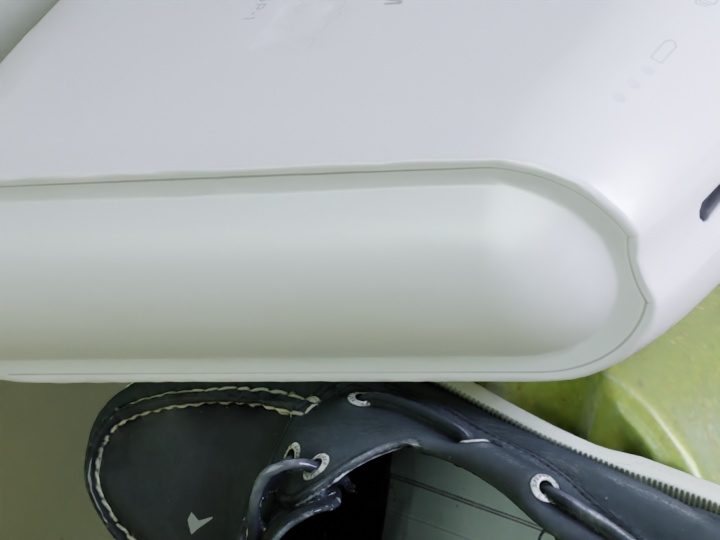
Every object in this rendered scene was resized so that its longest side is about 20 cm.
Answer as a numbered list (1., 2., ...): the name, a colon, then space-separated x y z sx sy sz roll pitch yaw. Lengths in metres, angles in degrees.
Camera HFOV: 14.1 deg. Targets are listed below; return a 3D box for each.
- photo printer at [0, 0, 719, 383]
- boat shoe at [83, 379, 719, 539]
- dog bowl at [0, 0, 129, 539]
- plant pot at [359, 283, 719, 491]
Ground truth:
1. photo printer: 0.013 -0.039 0.694 0.200 0.166 0.070 -1 123 28
2. boat shoe: 0.006 0.065 0.650 0.199 0.066 0.075 20 108 30
3. dog bowl: -0.110 -0.012 0.833 0.079 0.200 0.201 20 110 45
4. plant pot: 0.079 0.062 0.753 0.200 0.184 0.201 7 103 34
